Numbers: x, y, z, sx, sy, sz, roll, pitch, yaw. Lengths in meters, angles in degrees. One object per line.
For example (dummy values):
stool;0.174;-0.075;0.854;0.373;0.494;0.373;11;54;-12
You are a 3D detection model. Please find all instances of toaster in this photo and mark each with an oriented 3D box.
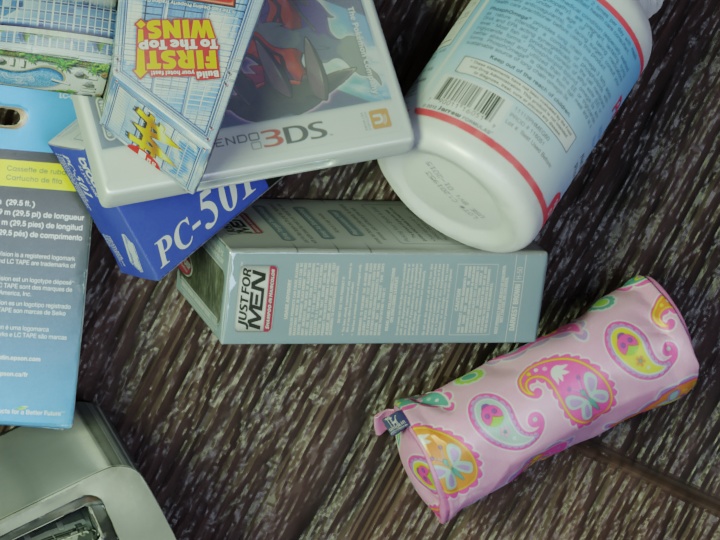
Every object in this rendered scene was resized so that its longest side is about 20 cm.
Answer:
toaster;-0.184;0.193;1.711;0.199;0.119;0.182;-25;115;-11

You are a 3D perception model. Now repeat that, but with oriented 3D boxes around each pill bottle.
pill bottle;0.102;-0.117;1.692;0.109;0.109;0.200;46;65;-26

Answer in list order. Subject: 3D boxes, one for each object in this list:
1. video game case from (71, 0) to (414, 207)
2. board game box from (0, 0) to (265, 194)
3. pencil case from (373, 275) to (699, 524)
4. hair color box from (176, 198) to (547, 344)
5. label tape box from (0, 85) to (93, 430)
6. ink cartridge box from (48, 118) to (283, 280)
video game case;-0.081;-0.143;1.622;0.181;0.023;0.201;-11;69;-17
board game box;-0.129;-0.149;1.569;0.199;0.062;0.201;7;65;-10
pencil case;0.111;0.078;1.802;0.199;0.087;0.088;-26;114;-9
hair color box;0.000;0.000;1.724;0.199;0.099;0.061;1;109;-20
label tape box;-0.230;-0.015;1.651;0.143;0.063;0.201;4;96;-21
ink cartridge box;-0.076;-0.091;1.663;0.200;0.044;0.094;-41;119;-24
